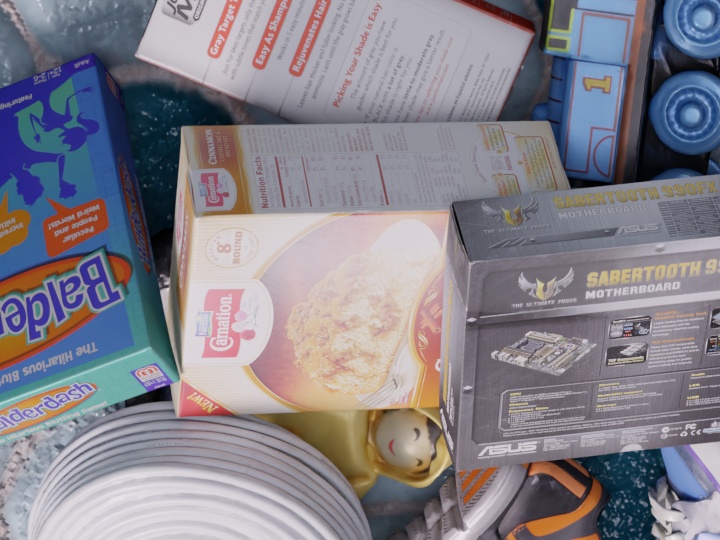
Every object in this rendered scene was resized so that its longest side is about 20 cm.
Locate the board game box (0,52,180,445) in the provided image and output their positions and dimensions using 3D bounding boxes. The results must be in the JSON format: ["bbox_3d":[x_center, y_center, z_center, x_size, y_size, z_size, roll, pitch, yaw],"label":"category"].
[{"bbox_3d":[-0.191,-0.007,1.205,0.151,0.045,0.201,-20,58,8],"label":"board game box"}]

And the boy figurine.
[{"bbox_3d":[-0.034,0.099,1.265,0.199,0.064,0.125,5,99,7],"label":"boy figurine"}]

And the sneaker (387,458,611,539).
[{"bbox_3d":[0.072,0.187,1.268,0.112,0.078,0.200,30,120,-20],"label":"sneaker"}]

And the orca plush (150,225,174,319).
[{"bbox_3d":[-0.085,-0.010,1.260,0.199,0.071,0.105,-26,143,13],"label":"orca plush"}]

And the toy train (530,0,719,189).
[{"bbox_3d":[0.151,-0.095,1.204,0.114,0.087,0.201,9,104,12],"label":"toy train"}]

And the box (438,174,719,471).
[{"bbox_3d":[0.143,0.027,1.150,0.199,0.048,0.159,-7,133,-7],"label":"box"}]

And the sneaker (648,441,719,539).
[{"bbox_3d":[0.177,0.183,1.255,0.146,0.081,0.201,-30,103,6],"label":"sneaker"}]

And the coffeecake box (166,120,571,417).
[{"bbox_3d":[0.000,0.000,1.178,0.199,0.073,0.154,-2,136,-11],"label":"coffeecake box"}]

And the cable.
[{"bbox_3d":[-0.093,0.169,1.238,0.199,0.069,0.200,30,123,-14],"label":"cable"}]

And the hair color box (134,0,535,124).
[{"bbox_3d":[-0.013,-0.128,1.218,0.199,0.061,0.102,23,102,-2],"label":"hair color box"}]
